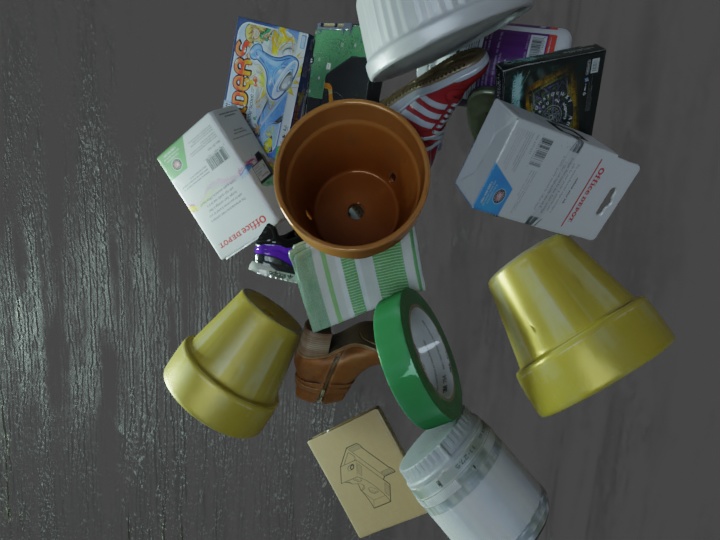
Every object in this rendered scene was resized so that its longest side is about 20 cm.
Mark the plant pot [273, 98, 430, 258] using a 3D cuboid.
[{"bbox_3d":[-0.009,-0.104,0.739,0.195,0.140,0.205,0,75,2],"label":"plant pot"}]

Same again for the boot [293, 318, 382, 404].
[{"bbox_3d":[-0.017,0.169,0.931,0.195,0.077,0.158,6,120,-10],"label":"boot"}]

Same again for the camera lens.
[{"bbox_3d":[0.176,0.335,0.847,0.200,0.160,0.160,47,111,6],"label":"camera lens"}]

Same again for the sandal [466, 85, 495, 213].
[{"bbox_3d":[0.190,-0.157,0.762,0.078,0.058,0.204,4,132,26],"label":"sandal"}]

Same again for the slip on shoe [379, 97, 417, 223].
[{"bbox_3d":[0.056,-0.163,0.842,0.072,0.061,0.205,-7,98,-9],"label":"slip on shoe"}]

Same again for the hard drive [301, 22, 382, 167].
[{"bbox_3d":[-0.029,-0.271,0.848,0.138,0.037,0.205,21,108,39],"label":"hard drive"}]

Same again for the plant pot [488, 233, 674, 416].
[{"bbox_3d":[0.279,0.063,0.747,0.199,0.200,0.191,-37,71,21],"label":"plant pot"}]

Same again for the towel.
[{"bbox_3d":[0.000,0.000,0.844,0.196,0.023,0.155,-20,118,-9],"label":"towel"}]

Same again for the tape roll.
[{"bbox_3d":[0.089,0.130,0.818,0.047,0.200,0.204,-24,92,20],"label":"tape roll"}]

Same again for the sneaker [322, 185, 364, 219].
[{"bbox_3d":[-0.029,-0.091,0.891,0.199,0.071,0.108,38,143,-15],"label":"sneaker"}]

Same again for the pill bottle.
[{"bbox_3d":[0.182,-0.281,0.757,0.195,0.112,0.115,14,104,17],"label":"pill bottle"}]

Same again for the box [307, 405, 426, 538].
[{"bbox_3d":[0.015,0.364,0.983,0.162,0.021,0.203,-30,90,21],"label":"box"}]

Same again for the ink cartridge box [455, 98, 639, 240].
[{"bbox_3d":[0.233,-0.120,0.686,0.196,0.067,0.118,12,120,-23],"label":"ink cartridge box"}]

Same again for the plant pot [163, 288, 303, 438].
[{"bbox_3d":[-0.201,0.145,0.938,0.199,0.201,0.191,36,94,10],"label":"plant pot"}]

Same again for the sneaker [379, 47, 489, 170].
[{"bbox_3d":[0.105,-0.204,0.735,0.198,0.072,0.113,-18,117,43],"label":"sneaker"}]

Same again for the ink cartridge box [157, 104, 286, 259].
[{"bbox_3d":[-0.219,-0.144,0.915,0.143,0.084,0.202,-27,101,29],"label":"ink cartridge box"}]

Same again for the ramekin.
[{"bbox_3d":[0.086,-0.299,0.616,0.198,0.202,0.096,-18,102,21],"label":"ramekin"}]

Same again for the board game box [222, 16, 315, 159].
[{"bbox_3d":[-0.158,-0.300,0.914,0.133,0.034,0.205,18,106,15],"label":"board game box"}]

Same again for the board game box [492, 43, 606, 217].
[{"bbox_3d":[0.235,-0.174,0.709,0.132,0.028,0.203,-12,127,-6],"label":"board game box"}]

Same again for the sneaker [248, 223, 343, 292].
[{"bbox_3d":[-0.073,-0.026,0.876,0.196,0.069,0.102,12,91,-26],"label":"sneaker"}]
